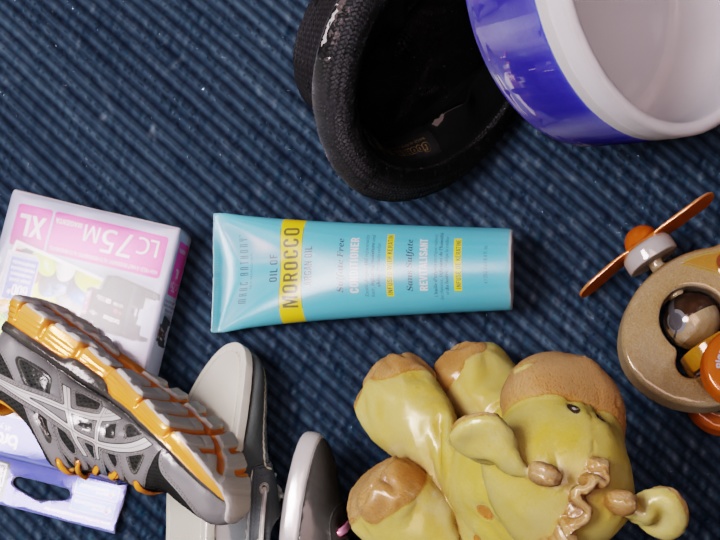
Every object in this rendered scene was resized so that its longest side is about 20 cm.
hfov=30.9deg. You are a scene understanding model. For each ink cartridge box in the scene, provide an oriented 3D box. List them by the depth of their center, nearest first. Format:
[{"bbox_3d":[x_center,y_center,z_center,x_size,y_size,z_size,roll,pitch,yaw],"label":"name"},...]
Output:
[{"bbox_3d":[-0.191,0.059,0.847,0.117,0.042,0.203,13,86,6],"label":"ink cartridge box"}]

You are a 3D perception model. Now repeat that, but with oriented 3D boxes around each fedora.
[{"bbox_3d":[0.027,-0.146,0.815,0.091,0.200,0.202,27,84,40],"label":"fedora"}]

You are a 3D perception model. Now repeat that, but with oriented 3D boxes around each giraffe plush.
[{"bbox_3d":[0.090,0.112,0.723,0.170,0.163,0.203,-5,64,-18],"label":"giraffe plush"}]

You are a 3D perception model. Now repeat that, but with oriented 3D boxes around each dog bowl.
[{"bbox_3d":[0.156,-0.177,0.776,0.198,0.078,0.204,2,87,-39],"label":"dog bowl"}]

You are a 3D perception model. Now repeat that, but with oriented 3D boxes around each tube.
[{"bbox_3d":[0.000,0.000,0.840,0.197,0.050,0.079,-1,75,9],"label":"tube"}]

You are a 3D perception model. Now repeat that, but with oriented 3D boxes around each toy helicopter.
[{"bbox_3d":[0.227,-0.007,0.820,0.131,0.079,0.201,31,75,16],"label":"toy helicopter"}]

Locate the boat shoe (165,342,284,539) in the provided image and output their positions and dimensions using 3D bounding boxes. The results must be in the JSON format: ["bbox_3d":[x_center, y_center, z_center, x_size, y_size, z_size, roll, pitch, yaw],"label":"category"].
[{"bbox_3d":[-0.082,0.149,0.827,0.061,0.072,0.203,18,73,-37],"label":"boat shoe"}]

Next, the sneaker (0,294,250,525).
[{"bbox_3d":[-0.148,0.095,0.780,0.199,0.078,0.078,34,91,23],"label":"sneaker"}]

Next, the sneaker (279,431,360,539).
[{"bbox_3d":[0.005,0.199,0.794,0.098,0.071,0.204,-3,89,14],"label":"sneaker"}]
